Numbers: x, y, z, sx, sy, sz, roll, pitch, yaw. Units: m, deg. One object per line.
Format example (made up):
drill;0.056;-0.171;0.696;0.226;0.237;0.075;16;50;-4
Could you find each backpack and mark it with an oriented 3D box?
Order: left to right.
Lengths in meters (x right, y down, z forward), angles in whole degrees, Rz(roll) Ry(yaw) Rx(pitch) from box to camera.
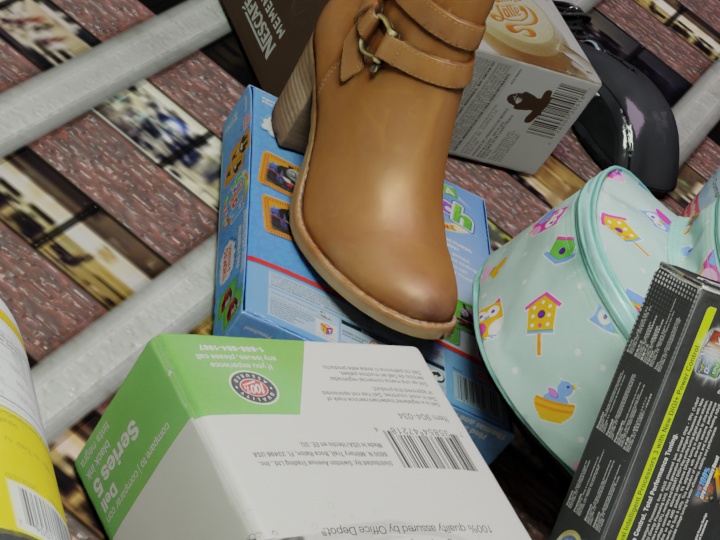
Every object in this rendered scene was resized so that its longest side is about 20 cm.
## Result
backpack;0.153;0.046;1.005;0.200;0.153;0.176;40;28;-12

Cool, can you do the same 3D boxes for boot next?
boot;0.032;-0.079;1.006;0.077;0.155;0.200;18;35;-29

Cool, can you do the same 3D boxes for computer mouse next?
computer mouse;0.138;-0.137;1.376;0.140;0.046;0.200;13;37;-35

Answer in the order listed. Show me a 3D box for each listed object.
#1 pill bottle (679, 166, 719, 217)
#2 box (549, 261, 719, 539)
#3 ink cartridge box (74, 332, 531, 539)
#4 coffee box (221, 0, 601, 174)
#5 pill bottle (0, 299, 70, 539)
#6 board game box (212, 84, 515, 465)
pill bottle;0.288;-0.062;1.269;0.109;0.200;0.109;26;31;-17
box;0.167;0.115;0.898;0.160;0.200;0.044;17;7;-20
ink cartridge box;-0.005;0.126;0.829;0.145;0.084;0.200;6;41;-40
coffee box;0.029;-0.139;1.235;0.200;0.080;0.114;12;38;-35
pill bottle;-0.166;0.065;0.725;0.112;0.112;0.200;14;37;-33
board game box;0.000;0.000;1.056;0.151;0.037;0.200;25;33;-19
